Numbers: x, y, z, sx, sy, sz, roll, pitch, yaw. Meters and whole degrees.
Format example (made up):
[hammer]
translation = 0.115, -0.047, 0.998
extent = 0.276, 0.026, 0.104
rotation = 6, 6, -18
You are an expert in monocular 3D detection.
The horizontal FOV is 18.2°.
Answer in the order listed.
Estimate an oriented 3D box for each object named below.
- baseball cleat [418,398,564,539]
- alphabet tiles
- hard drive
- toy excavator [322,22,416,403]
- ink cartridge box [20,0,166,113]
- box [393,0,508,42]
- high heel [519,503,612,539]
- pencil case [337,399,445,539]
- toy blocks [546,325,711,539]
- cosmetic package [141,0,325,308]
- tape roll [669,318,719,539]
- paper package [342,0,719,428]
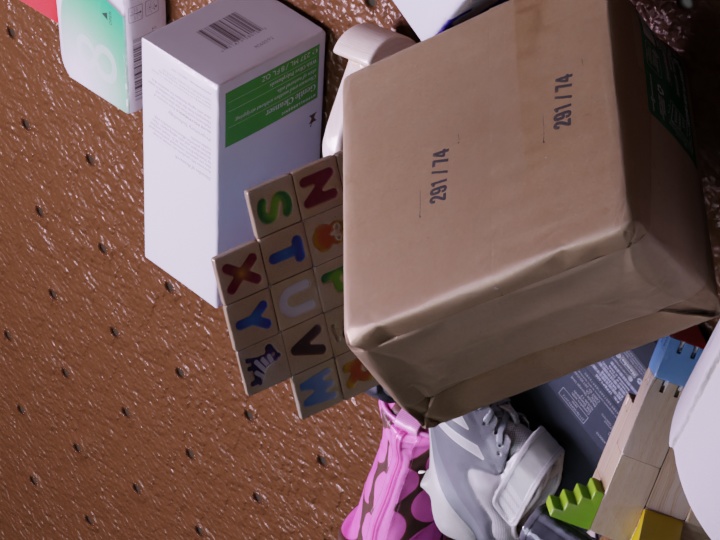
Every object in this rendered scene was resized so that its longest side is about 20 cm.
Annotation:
[baseball cleat]
translation = 0.082, 0.087, 1.473
extent = 0.106, 0.070, 0.201
rotation = 5, 118, 33
[alphabet tiles]
translation = 0.000, 0.000, 1.470
extent = 0.006, 0.200, 0.167
rotation = 27, 135, 55
[hard drive]
translation = 0.153, 0.092, 1.459
extent = 0.140, 0.033, 0.200
rotation = 52, 139, 16
[toy excavator]
translation = 0.002, -0.038, 1.511
extent = 0.100, 0.195, 0.200
rotation = 26, 162, 39
[ink cartridge box]
translation = -0.228, -0.233, 1.722
extent = 0.200, 0.050, 0.161
rotation = 31, 137, 33
[box]
translation = 0.060, -0.263, 1.275
extent = 0.184, 0.105, 0.200
rotation = 55, 147, 7
[high heel]
translation = 0.185, 0.209, 1.382
extent = 0.142, 0.072, 0.200
rotation = 34, 180, 27
[pencil case]
translation = 0.036, 0.148, 1.630
extent = 0.091, 0.094, 0.200
rotation = 41, 141, 26
[toy blocks]
translation = 0.227, 0.110, 1.328
extent = 0.200, 0.100, 0.137
rotation = 21, 102, -5
[cosmetic package]
translation = -0.092, -0.088, 1.603
extent = 0.085, 0.108, 0.200
rotation = 33, 140, 32
[tape roll]
translation = 0.277, 0.068, 1.162
extent = 0.203, 0.202, 0.139
rotation = 44, 144, 22
[paper package]
translation = 0.091, -0.042, 1.256
extent = 0.190, 0.200, 0.103
rotation = -22, 136, 24
